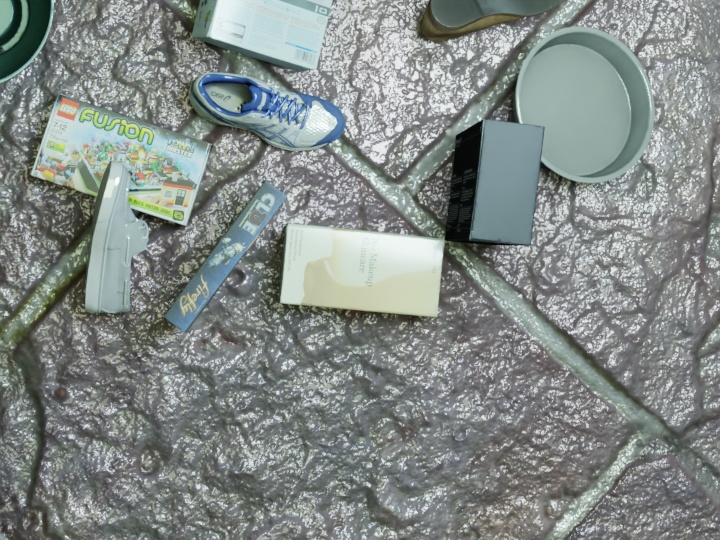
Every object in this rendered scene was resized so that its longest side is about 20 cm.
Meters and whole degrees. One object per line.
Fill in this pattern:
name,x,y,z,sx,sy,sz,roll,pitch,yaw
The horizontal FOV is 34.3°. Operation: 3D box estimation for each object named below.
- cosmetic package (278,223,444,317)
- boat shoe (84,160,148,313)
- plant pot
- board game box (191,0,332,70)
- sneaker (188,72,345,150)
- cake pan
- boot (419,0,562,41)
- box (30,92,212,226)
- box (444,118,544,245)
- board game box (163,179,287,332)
cosmetic package,0.000,0.000,1.473,0.200,0.071,0.105,4,91,-5
boat shoe,-0.294,-0.036,1.428,0.068,0.072,0.200,6,108,-17
plant pot,-0.459,-0.314,1.387,0.200,0.134,0.201,-1,97,-8
board game box,-0.108,-0.362,1.434,0.147,0.064,0.200,14,92,-28
sneaker,-0.116,-0.197,1.449,0.200,0.088,0.075,11,89,-7
cake pan,0.280,-0.208,1.489,0.200,0.037,0.201,2,85,-19
boot,0.166,-0.340,1.487,0.200,0.075,0.074,-17,83,-19
box,-0.296,-0.137,1.460,0.200,0.035,0.110,18,90,-6
box,0.159,-0.102,1.420,0.079,0.200,0.142,4,92,-4
board game box,-0.163,-0.019,1.426,0.035,0.135,0.200,37,89,-5
